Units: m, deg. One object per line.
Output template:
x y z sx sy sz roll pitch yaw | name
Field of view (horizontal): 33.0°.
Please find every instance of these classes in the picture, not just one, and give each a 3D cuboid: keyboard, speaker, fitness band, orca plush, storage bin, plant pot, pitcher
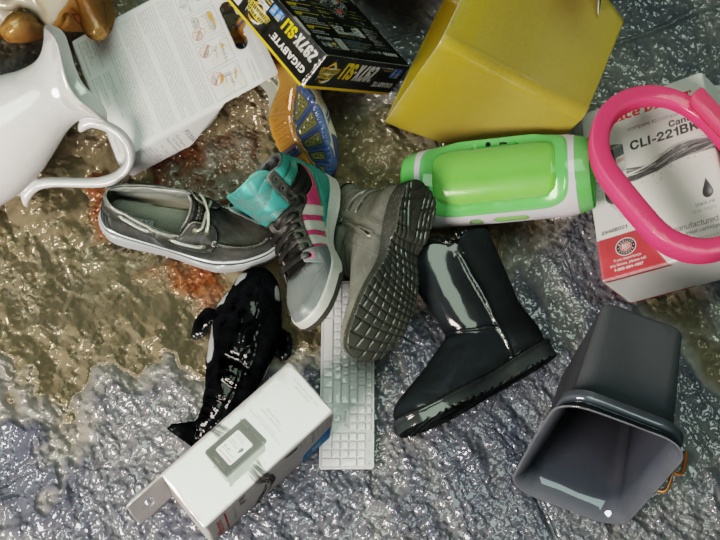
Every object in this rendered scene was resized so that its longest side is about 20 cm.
-0.014 0.105 1.256 0.055 0.011 0.203 2 67 -4 | keyboard
0.146 -0.093 1.282 0.197 0.089 0.090 -5 66 16 | speaker
0.313 -0.099 1.199 0.143 0.038 0.201 -33 69 -8 | fitness band
-0.133 0.078 1.225 0.104 0.071 0.201 31 69 9 | orca plush
0.246 0.137 1.172 0.144 0.201 0.135 20 58 4 | storage bin
0.165 -0.235 1.321 0.175 0.200 0.202 29 67 -6 | plant pot
-0.350 -0.128 1.262 0.199 0.121 0.173 -34 102 4 | pitcher

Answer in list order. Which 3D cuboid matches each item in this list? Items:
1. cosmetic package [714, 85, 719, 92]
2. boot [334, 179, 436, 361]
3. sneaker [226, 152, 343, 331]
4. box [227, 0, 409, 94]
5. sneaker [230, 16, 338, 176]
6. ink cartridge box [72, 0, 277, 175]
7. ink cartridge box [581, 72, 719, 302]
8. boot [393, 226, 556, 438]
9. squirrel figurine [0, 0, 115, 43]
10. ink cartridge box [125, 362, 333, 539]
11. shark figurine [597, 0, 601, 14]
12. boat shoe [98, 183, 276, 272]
0.430 -0.103 1.343 0.100 0.071 0.203 -5 69 -7 | cosmetic package
0.000 0.000 1.252 0.067 0.130 0.202 33 67 -34 | boot
-0.079 -0.044 1.228 0.120 0.083 0.202 31 40 -31 | sneaker
-0.049 -0.265 1.316 0.160 0.199 0.049 48 114 15 | box
-0.064 -0.198 1.343 0.088 0.075 0.202 -23 90 -55 | sneaker
-0.199 -0.221 1.328 0.198 0.057 0.164 -25 70 1 | ink cartridge box
0.323 -0.087 1.287 0.143 0.083 0.203 -17 63 30 | ink cartridge box
0.084 0.058 1.246 0.198 0.077 0.169 -26 75 -20 | boot
-0.377 -0.307 1.344 0.185 0.142 0.201 -25 29 13 | squirrel figurine
-0.120 0.189 1.155 0.200 0.116 0.067 -41 77 -15 | ink cartridge box
0.203 -0.313 1.203 0.088 0.215 0.130 5 109 11 | shark figurine
-0.177 -0.046 1.272 0.197 0.071 0.073 6 66 -6 | boat shoe
